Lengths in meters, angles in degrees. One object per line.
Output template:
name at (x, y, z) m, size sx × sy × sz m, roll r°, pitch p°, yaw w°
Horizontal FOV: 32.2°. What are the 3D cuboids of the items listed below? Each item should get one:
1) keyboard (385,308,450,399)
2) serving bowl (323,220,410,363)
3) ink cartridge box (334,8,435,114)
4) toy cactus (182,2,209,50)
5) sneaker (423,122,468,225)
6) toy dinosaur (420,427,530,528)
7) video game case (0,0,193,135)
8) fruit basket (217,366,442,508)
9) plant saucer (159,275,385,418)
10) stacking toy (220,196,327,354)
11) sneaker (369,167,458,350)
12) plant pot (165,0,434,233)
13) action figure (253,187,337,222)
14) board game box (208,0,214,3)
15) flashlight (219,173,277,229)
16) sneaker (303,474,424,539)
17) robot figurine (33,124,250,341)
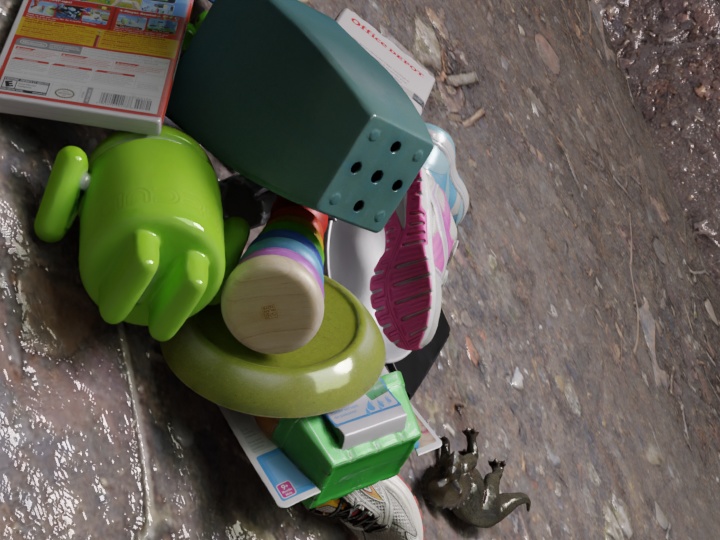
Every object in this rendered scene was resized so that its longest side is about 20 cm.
keyboard at (0.055, 0.059, 1.478) m, size 0.129 × 0.020 × 0.200 m, roll 66°, pitch 24°, yaw -12°
serving bowl at (0.000, 0.000, 1.344) m, size 0.199 × 0.065 × 0.204 m, roll 13°, pitch 74°, yaw -53°
ink cartridge box at (-0.005, -0.202, 1.461) m, size 0.144 × 0.084 × 0.201 m, roll 37°, pitch 33°, yaw -9°
toy cactus at (-0.140, -0.173, 1.230) m, size 0.201 × 0.101 × 0.167 m, roll -122°, pitch -166°, yaw -51°
sneaker at (0.072, -0.076, 1.537) m, size 0.132 × 0.078 × 0.201 m, roll -64°, pitch 154°, yaw -23°
toy dinosaur at (0.124, 0.246, 1.413) m, size 0.200 × 0.076 × 0.104 m, roll 48°, pitch 42°, yaw -41°
video game case at (-0.223, -0.194, 1.056) m, size 0.018 × 0.140 × 0.202 m, roll 102°, pitch -6°, yaw -46°
fruit basket at (-0.044, 0.098, 1.094) m, size 0.183 × 0.094 × 0.201 m, roll -12°, pitch 59°, yaw -39°
plant saucer at (-0.073, 0.049, 1.073) m, size 0.201 × 0.197 × 0.031 m, roll -69°, pitch 172°, yaw -55°
stacking toy at (-0.065, -0.013, 1.076) m, size 0.086 × 0.085 × 0.201 m, roll 55°, pitch 18°, yaw -20°
sneaker at (0.065, -0.015, 1.314) m, size 0.088 × 0.080 × 0.204 m, roll 16°, pitch 73°, yaw -51°
plant pot at (-0.044, -0.129, 1.056) m, size 0.140 × 0.142 × 0.200 m, roll 18°, pitch 21°, yaw -50°
action figure at (-0.039, -0.125, 1.231) m, size 0.118 × 0.103 × 0.200 m, roll 35°, pitch 31°, yaw 0°
board game box at (-0.106, -0.266, 1.270) m, size 0.199 × 0.045 × 0.152 m, roll 37°, pitch 6°, yaw -1°
flashlight at (-0.076, -0.084, 1.297) m, size 0.200 × 0.067 × 0.069 m, roll -35°, pitch 108°, yaw -64°
sneaker at (-0.018, 0.209, 1.164) m, size 0.200 × 0.077 × 0.082 m, roll 49°, pitch 34°, yaw -13°
robot figurine at (-0.168, -0.038, 1.005) m, size 0.173 × 0.116 × 0.202 m, roll 20°, pitch 34°, yaw -27°
